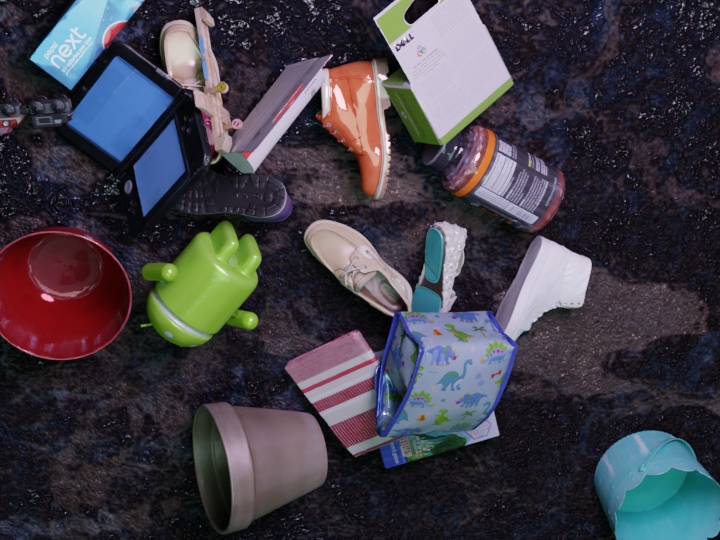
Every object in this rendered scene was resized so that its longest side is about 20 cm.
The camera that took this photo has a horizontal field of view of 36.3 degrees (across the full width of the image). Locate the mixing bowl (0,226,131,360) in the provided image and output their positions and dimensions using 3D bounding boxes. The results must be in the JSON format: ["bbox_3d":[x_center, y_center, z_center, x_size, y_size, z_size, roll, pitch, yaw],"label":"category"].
[{"bbox_3d":[-0.425,0.015,1.560,0.199,0.108,0.201,-4,115,-8],"label":"mixing bowl"}]

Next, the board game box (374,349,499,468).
[{"bbox_3d":[0.109,0.205,1.773,0.199,0.041,0.201,-17,116,-1],"label":"board game box"}]

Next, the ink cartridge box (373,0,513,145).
[{"bbox_3d":[0.097,-0.293,1.482,0.148,0.076,0.200,-42,117,-18],"label":"ink cartridge box"}]

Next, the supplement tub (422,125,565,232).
[{"bbox_3d":[0.189,-0.140,1.584,0.199,0.107,0.107,26,109,-19],"label":"supplement tub"}]

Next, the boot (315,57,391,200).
[{"bbox_3d":[-0.009,-0.195,1.550,0.107,0.075,0.201,-5,108,-3],"label":"boot"}]

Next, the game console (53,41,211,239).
[{"bbox_3d":[-0.306,-0.166,1.454,0.116,0.176,0.200,8,145,-40],"label":"game console"}]

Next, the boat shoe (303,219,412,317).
[{"bbox_3d":[0.000,0.000,1.639,0.200,0.065,0.072,40,105,-16],"label":"boat shoe"}]

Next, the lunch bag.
[{"bbox_3d":[0.119,0.164,1.649,0.169,0.128,0.201,0,120,-22],"label":"lunch bag"}]

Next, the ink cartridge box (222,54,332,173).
[{"bbox_3d":[-0.100,-0.201,1.431,0.050,0.200,0.161,40,82,-21],"label":"ink cartridge box"}]

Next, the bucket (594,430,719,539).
[{"bbox_3d":[0.503,0.382,1.868,0.206,0.135,0.208,-4,117,-7],"label":"bucket"}]

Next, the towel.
[{"bbox_3d":[-0.008,0.195,1.723,0.144,0.023,0.200,-26,111,26],"label":"towel"}]

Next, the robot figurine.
[{"bbox_3d":[-0.229,0.026,1.592,0.175,0.116,0.200,33,107,-34],"label":"robot figurine"}]

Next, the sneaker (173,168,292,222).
[{"bbox_3d":[-0.195,-0.100,1.560,0.199,0.088,0.076,13,80,10],"label":"sneaker"}]

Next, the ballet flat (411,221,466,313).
[{"bbox_3d":[0.125,0.019,1.676,0.071,0.072,0.201,6,116,-12],"label":"ballet flat"}]

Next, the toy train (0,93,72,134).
[{"bbox_3d":[-0.483,-0.205,1.473,0.199,0.034,0.046,-4,121,3],"label":"toy train"}]

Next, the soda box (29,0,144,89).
[{"bbox_3d":[-0.341,-0.336,1.429,0.068,0.064,0.200,38,105,-23],"label":"soda box"}]

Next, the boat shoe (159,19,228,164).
[{"bbox_3d":[-0.221,-0.238,1.491,0.073,0.069,0.201,-17,117,-1],"label":"boat shoe"}]

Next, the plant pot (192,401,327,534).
[{"bbox_3d":[-0.152,0.294,1.709,0.173,0.200,0.201,-7,118,-25],"label":"plant pot"}]

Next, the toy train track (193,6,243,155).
[{"bbox_3d":[-0.187,-0.253,1.446,0.032,0.115,0.201,-13,78,14],"label":"toy train track"}]

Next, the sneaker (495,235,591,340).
[{"bbox_3d":[0.286,0.056,1.712,0.115,0.074,0.201,20,110,-14],"label":"sneaker"}]
